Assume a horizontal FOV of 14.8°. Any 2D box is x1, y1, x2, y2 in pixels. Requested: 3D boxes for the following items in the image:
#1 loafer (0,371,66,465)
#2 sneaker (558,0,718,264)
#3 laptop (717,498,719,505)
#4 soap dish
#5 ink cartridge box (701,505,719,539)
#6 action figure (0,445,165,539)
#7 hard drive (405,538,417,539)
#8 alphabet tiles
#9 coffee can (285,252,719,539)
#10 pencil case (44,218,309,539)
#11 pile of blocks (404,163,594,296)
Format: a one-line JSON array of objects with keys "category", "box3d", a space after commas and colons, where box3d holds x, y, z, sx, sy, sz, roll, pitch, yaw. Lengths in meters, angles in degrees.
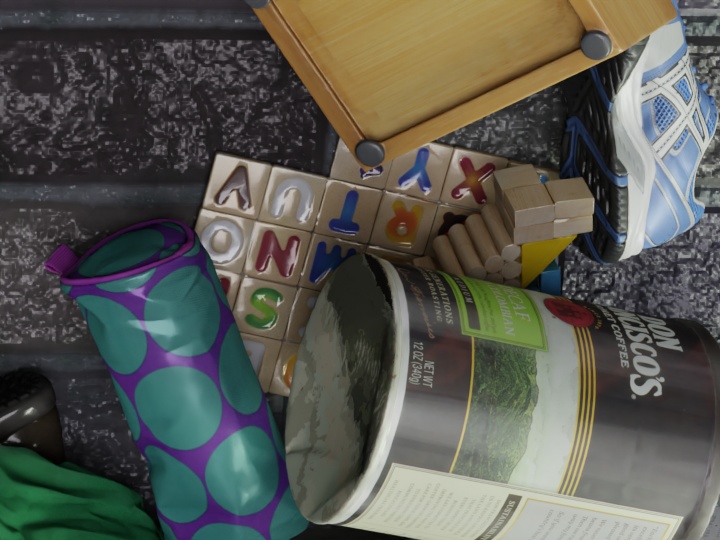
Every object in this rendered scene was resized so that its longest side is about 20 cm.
[{"category": "loafer", "box3d": [-0.251, 0.132, 1.550, 0.200, 0.073, 0.071, -27, 109, 0]}, {"category": "sneaker", "box3d": [0.156, -0.107, 1.552, 0.077, 0.076, 0.201, -10, 112, -30]}, {"category": "laptop", "box3d": [0.205, 0.156, 1.621, 0.116, 0.200, 0.188, -45, 114, -30]}, {"category": "soap dish", "box3d": [0.042, -0.149, 1.468, 0.200, 0.081, 0.158, -24, 113, 26]}, {"category": "ink cartridge box", "box3d": [0.181, 0.217, 1.640, 0.199, 0.050, 0.161, -3, 121, 30]}, {"category": "action figure", "box3d": [-0.160, 0.151, 1.533, 0.055, 0.200, 0.118, -24, 71, 23]}, {"category": "hard drive", "box3d": [-0.024, 0.183, 1.567, 0.199, 0.132, 0.026, -11, 90, -12]}, {"category": "alphabet tiles", "box3d": [0.000, 0.000, 1.586, 0.199, 0.008, 0.168, 12, 106, -14]}, {"category": "coffee can", "box3d": [0.078, 0.081, 1.490, 0.199, 0.146, 0.147, 12, 106, -21]}, {"category": "pencil case", "box3d": [-0.100, 0.072, 1.547, 0.092, 0.085, 0.200, -4, 117, 32]}, {"category": "pile of blocks", "box3d": [0.056, 0.015, 1.570, 0.200, 0.062, 0.082, -40, 123, 13]}]
